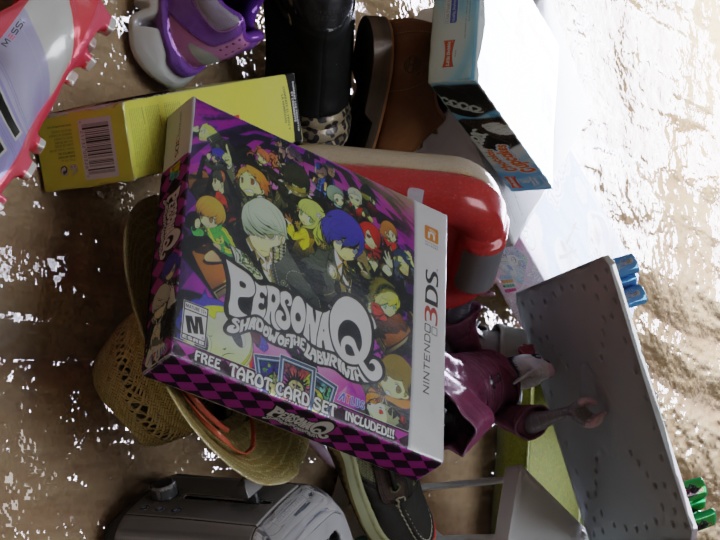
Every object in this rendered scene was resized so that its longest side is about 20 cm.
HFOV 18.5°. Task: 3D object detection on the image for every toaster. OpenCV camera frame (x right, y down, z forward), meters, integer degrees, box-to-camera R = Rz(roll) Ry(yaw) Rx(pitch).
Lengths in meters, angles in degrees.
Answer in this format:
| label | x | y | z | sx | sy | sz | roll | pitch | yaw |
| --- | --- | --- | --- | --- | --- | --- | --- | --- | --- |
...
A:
| label | x | y | z | sx | sy | sz | roll | pitch | yaw |
| --- | --- | --- | --- | --- | --- | --- | --- | --- | --- |
| toaster | -0.069 | 0.221 | 1.379 | 0.114 | 0.128 | 0.202 | -36 | 116 | -55 |

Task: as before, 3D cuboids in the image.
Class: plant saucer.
| label | x | y | z | sx | sy | sz | roll | pitch | yaw |
| --- | --- | --- | --- | --- | --- | --- | --- | --- | --- |
| plant saucer | 0.164 | 0.190 | 1.865 | 0.199 | 0.048 | 0.202 | 32 | 58 | -54 |

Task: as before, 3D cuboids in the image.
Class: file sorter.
| label | x | y | z | sx | sy | sz | roll | pitch | yaw |
| --- | --- | --- | --- | --- | --- | --- | --- | --- | --- |
| file sorter | 0.083 | 0.268 | 1.636 | 0.139 | 0.124 | 0.202 | 45 | 47 | -46 |

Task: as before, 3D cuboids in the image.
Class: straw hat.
| label | x | y | z | sx | sy | sz | roll | pitch | yaw |
| --- | --- | --- | --- | --- | --- | --- | --- | --- | --- |
| straw hat | -0.118 | 0.060 | 1.357 | 0.201 | 0.085 | 0.202 | 47 | 24 | -29 |

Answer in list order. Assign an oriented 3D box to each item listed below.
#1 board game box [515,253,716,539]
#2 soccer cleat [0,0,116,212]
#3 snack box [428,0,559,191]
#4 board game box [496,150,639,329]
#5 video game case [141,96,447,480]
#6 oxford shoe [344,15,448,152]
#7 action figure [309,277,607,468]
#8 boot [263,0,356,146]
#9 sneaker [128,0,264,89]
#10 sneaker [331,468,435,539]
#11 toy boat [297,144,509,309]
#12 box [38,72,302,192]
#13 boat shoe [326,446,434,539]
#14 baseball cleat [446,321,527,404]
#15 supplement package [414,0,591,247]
| label | x | y | z | sx | sy | sz | roll | pitch | yaw |
| --- | --- | --- | --- | --- | --- | --- | --- | --- | --- |
| board game box | 0.181 | 0.097 | 1.592 | 0.026 | 0.200 | 0.202 | -16 | 86 | -17 |
| soccer cleat | -0.211 | -0.098 | 1.273 | 0.076 | 0.067 | 0.201 | 35 | 55 | -14 |
| snack box | 0.097 | -0.145 | 1.550 | 0.200 | 0.037 | 0.117 | 45 | 47 | -62 |
| board game box | 0.168 | -0.009 | 1.856 | 0.200 | 0.043 | 0.201 | 57 | 28 | -26 |
| video game case | -0.034 | 0.012 | 1.326 | 0.199 | 0.036 | 0.183 | 24 | 51 | -29 |
| oxford shoe | 0.025 | -0.097 | 1.572 | 0.201 | 0.071 | 0.072 | 105 | -23 | -50 |
| action figure | 0.074 | 0.094 | 1.583 | 0.199 | 0.149 | 0.135 | -7 | 60 | -56 |
| boot | -0.041 | -0.185 | 1.544 | 0.200 | 0.072 | 0.152 | -114 | -157 | -56 |
| sneaker | -0.092 | -0.219 | 1.459 | 0.080 | 0.088 | 0.202 | 30 | 58 | -53 |
| sneaker | 0.022 | 0.171 | 1.579 | 0.200 | 0.093 | 0.071 | -56 | 132 | -47 |
| toy boat | 0.000 | 0.000 | 1.470 | 0.131 | 0.198 | 0.132 | 102 | -10 | -52 |
| box | -0.118 | -0.089 | 1.405 | 0.200 | 0.075 | 0.051 | -18 | 100 | -60 |
| boat shoe | 0.018 | 0.111 | 1.437 | 0.072 | 0.065 | 0.202 | -86 | 157 | -50 |
| baseball cleat | 0.066 | 0.047 | 1.665 | 0.200 | 0.106 | 0.070 | 50 | 30 | -51 |
| supplement package | 0.080 | -0.114 | 1.704 | 0.200 | 0.119 | 0.122 | -55 | 129 | -48 |
